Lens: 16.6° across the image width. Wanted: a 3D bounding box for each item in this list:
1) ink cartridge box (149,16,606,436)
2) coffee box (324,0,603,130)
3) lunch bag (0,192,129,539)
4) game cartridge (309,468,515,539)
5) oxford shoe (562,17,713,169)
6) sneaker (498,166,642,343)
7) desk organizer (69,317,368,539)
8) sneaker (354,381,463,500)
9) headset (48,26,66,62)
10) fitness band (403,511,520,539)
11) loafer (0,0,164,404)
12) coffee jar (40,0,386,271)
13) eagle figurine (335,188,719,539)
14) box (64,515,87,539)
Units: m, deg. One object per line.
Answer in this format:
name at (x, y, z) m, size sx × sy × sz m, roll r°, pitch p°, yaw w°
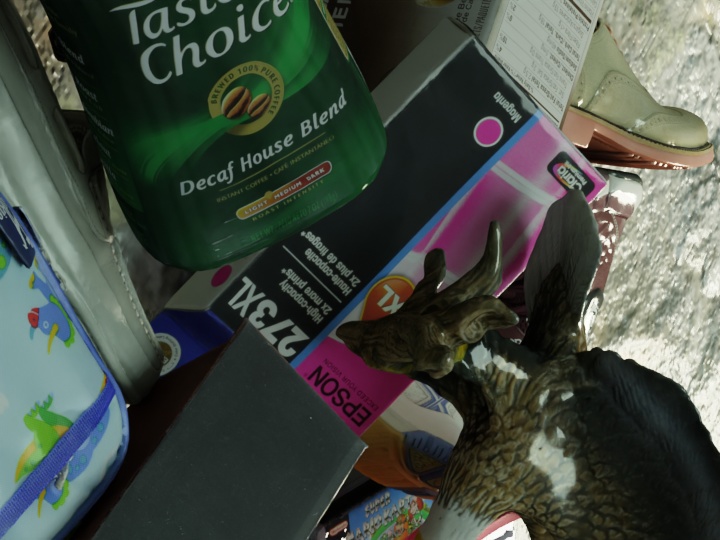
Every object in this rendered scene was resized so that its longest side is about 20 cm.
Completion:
ink cartridge box at (0.000, 0.000, 1.012) m, size 0.200 × 0.037 × 0.095 m, roll -45°, pitch 119°, yaw 3°
coffee box at (0.047, -0.147, 1.103) m, size 0.080 × 0.114 × 0.201 m, roll 36°, pitch 69°, yaw -51°
lunch bag at (-0.177, 0.067, 0.852) m, size 0.200 × 0.082 × 0.161 m, roll -49°, pitch 126°, yaw -35°
game cartridge at (0.012, 0.155, 1.187) m, size 0.200 × 0.038 × 0.130 m, roll -26°, pitch 122°, yaw -49°
oxford shoe at (0.124, -0.093, 1.257) m, size 0.200 × 0.070 × 0.074 m, roll 10°, pitch 86°, yaw -54°
sneaker at (0.075, 0.000, 1.206) m, size 0.200 × 0.075 × 0.116 m, roll 5°, pitch 96°, yaw -55°
desk organizer at (-0.085, 0.118, 0.919) m, size 0.072 × 0.077 × 0.200 m, roll 47°, pitch 48°, yaw -14°
sneaker at (0.015, 0.039, 1.108) m, size 0.200 × 0.075 × 0.089 m, roll 37°, pitch 61°, yaw -37°
headset at (-0.038, -0.153, 0.925) m, size 0.123 × 0.199 × 0.094 m, roll 43°, pitch 29°, yaw -39°
fitness band at (0.066, 0.149, 1.144) m, size 0.144 × 0.037 × 0.200 m, roll -50°, pitch 151°, yaw 21°
loafer at (-0.120, -0.032, 0.932) m, size 0.070 × 0.070 × 0.201 m, roll -47°, pitch 132°, yaw -26°
coffee jar at (-0.066, -0.101, 0.865) m, size 0.104 × 0.085 × 0.200 m, roll -28°, pitch 132°, yaw -5°
eagle figurine at (0.077, 0.086, 0.980) m, size 0.200 × 0.151 × 0.152 m, roll 45°, pitch 32°, yaw -15°
box at (-0.094, 0.194, 0.967) m, size 0.122 × 0.048 × 0.201 m, roll -37°, pitch 99°, yaw -44°
